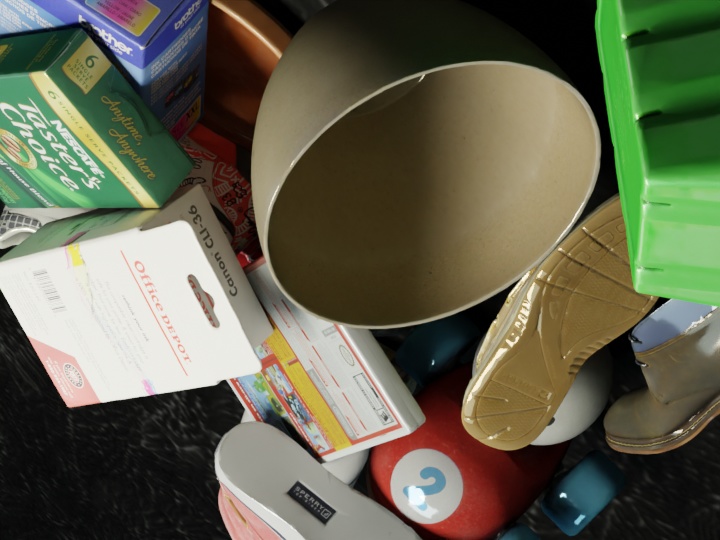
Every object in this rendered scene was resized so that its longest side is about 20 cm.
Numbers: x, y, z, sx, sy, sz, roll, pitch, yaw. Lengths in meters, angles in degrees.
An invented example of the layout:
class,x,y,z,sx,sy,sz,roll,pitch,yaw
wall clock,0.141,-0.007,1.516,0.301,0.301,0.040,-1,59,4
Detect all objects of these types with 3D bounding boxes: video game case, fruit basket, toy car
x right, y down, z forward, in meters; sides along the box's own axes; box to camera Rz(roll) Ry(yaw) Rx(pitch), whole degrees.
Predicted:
class,x,y,z,sx,sy,sz,roll,pitch,yaw
video game case,-0.043,0.060,1.308,0.143,0.017,0.200,57,152,-3
fruit basket,0.214,-0.081,0.893,0.215,0.216,0.156,28,154,20
toy car,0.101,0.092,1.331,0.184,0.177,0.200,46,143,10

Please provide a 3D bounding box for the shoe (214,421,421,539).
class,x,y,z,sx,sy,sz,roll,pitch,yaw
shoe,-0.022,0.191,1.350,0.200,0.071,0.091,40,155,16

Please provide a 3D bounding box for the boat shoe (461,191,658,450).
class,x,y,z,sx,sy,sz,roll,pitch,yaw
boat shoe,0.125,0.018,1.206,0.074,0.069,0.200,31,116,-14

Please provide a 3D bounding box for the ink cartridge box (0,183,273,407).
class,x,y,z,sx,sy,sz,roll,pitch,yaw
ink cartridge box,-0.138,0.016,1.292,0.200,0.067,0.117,-10,113,43

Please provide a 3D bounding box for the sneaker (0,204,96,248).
class,x,y,z,sx,sy,sz,roll,pitch,yaw
sneaker,-0.177,0.004,1.464,0.200,0.081,0.076,34,153,4

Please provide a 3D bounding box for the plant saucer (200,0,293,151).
class,x,y,z,sx,sy,sz,roll,pitch,yaw
plant saucer,-0.094,-0.135,1.339,0.200,0.032,0.200,29,154,16

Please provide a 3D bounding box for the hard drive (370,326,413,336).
class,x,y,z,sx,sy,sz,roll,pitch,yaw
hard drive,0.000,0.000,1.340,0.139,0.033,0.200,-2,160,-20

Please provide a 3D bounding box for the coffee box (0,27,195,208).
class,x,y,z,sx,sy,sz,roll,pitch,yaw
coffee box,-0.208,-0.096,1.290,0.200,0.044,0.123,3,139,50

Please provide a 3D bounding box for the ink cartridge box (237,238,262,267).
class,x,y,z,sx,sy,sz,roll,pitch,yaw
ink cartridge box,-0.115,-0.035,1.492,0.200,0.067,0.116,32,155,12

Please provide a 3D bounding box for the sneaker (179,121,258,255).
class,x,y,z,sx,sy,sz,roll,pitch,yaw
sneaker,-0.162,-0.066,1.379,0.201,0.108,0.067,30,153,15

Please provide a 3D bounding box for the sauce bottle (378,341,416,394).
class,x,y,z,sx,sy,sz,roll,pitch,yaw
sauce bottle,-0.049,0.053,1.563,0.200,0.065,0.065,32,154,16

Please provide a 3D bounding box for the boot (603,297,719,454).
class,x,y,z,sx,sy,sz,roll,pitch,yaw
boot,0.202,0.050,1.235,0.097,0.075,0.200,51,143,-7

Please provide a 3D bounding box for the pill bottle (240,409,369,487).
class,x,y,z,sx,sy,sz,roll,pitch,yaw
pill bottle,-0.051,0.150,1.670,0.111,0.111,0.200,35,154,6

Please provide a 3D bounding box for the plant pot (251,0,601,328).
class,x,y,z,sx,sy,sz,roll,pitch,yaw
plant pot,0.020,-0.083,1.133,0.201,0.200,0.135,71,175,-49

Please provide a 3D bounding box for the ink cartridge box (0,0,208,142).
class,x,y,z,sx,sy,sz,roll,pitch,yaw
ink cartridge box,-0.172,-0.164,1.271,0.136,0.076,0.200,33,153,10
